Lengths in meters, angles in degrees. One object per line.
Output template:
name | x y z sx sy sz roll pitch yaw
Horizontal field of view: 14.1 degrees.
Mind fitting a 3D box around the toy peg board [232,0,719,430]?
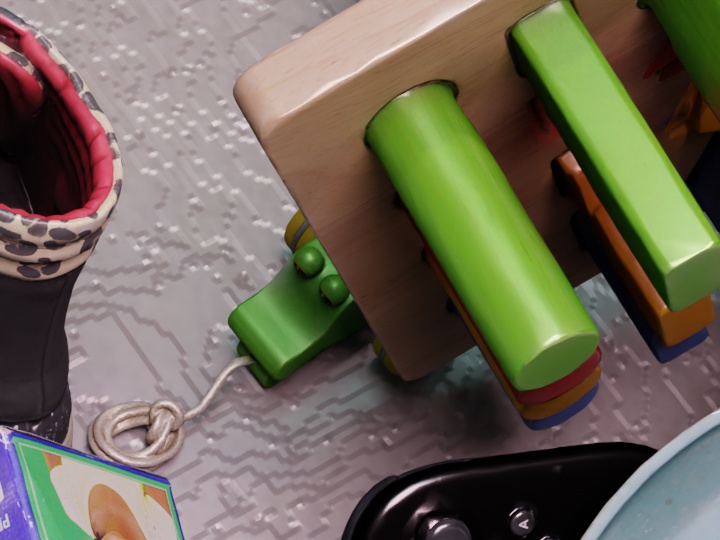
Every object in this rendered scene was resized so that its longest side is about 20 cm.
toy peg board | 0.093 -0.025 0.795 0.200 0.199 0.098 -30 66 0

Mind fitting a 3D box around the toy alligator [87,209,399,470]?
toy alligator | 0.000 0.000 0.917 0.200 0.054 0.059 -32 69 -24

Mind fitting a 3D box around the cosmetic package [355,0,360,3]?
cosmetic package | 0.101 -0.092 0.962 0.199 0.102 0.071 13 59 -1

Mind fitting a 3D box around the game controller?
game controller | 0.045 0.144 0.787 0.104 0.042 0.201 -4 104 -12

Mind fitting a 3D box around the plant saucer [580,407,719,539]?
plant saucer | 0.140 0.119 0.760 0.199 0.036 0.201 0 97 -1

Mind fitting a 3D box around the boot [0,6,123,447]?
boot | -0.141 -0.043 0.858 0.073 0.154 0.204 -28 69 -29

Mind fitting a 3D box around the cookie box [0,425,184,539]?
cookie box | -0.104 0.170 0.734 0.075 0.171 0.200 21 43 -52
